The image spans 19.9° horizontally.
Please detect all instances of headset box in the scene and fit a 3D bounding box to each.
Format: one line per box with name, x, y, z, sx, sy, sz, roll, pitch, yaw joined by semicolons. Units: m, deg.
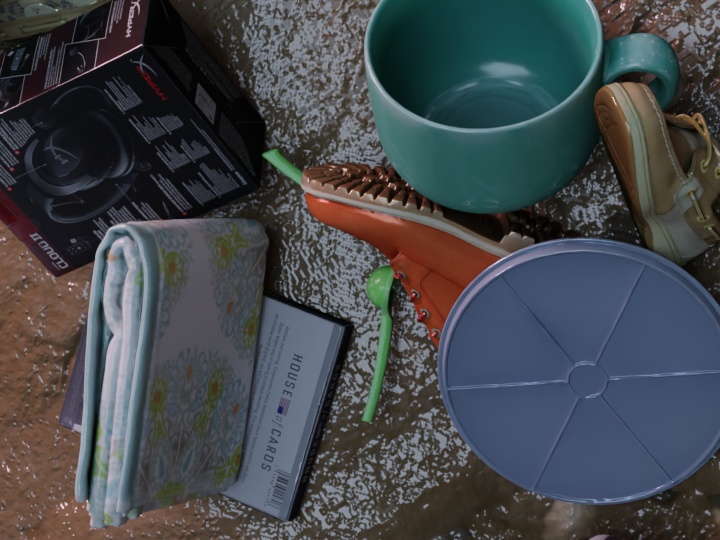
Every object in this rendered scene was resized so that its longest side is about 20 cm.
headset box;-0.189;-0.091;1.438;0.199;0.078;0.149;-22;130;23

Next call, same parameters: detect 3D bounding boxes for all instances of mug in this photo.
mug;0.095;-0.106;1.322;0.184;0.115;0.152;30;64;25

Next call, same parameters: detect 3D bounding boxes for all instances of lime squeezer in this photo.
lime squeezer;0.000;0.000;1.419;0.070;0.038;0.201;-20;88;-10

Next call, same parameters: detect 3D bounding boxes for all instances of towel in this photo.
towel;-0.127;0.065;1.387;0.048;0.171;0.202;11;97;23

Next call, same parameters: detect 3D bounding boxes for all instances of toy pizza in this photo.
toy pizza;0.150;0.065;1.343;0.198;0.032;0.202;5;119;9

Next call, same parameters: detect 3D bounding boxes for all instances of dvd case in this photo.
dvd case;-0.115;0.076;1.487;0.199;0.025;0.151;20;101;19

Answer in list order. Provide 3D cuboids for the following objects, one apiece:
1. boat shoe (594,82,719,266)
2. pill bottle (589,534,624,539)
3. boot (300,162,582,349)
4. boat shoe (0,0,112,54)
boat shoe;0.192;-0.066;1.269;0.066;0.200;0.074;-23;65;5
pill bottle;0.225;0.250;1.311;0.199;0.112;0.113;16;99;20
boot;0.044;-0.002;1.374;0.199;0.075;0.108;21;111;1
boat shoe;-0.246;-0.185;1.475;0.199;0.073;0.063;-11;116;53
